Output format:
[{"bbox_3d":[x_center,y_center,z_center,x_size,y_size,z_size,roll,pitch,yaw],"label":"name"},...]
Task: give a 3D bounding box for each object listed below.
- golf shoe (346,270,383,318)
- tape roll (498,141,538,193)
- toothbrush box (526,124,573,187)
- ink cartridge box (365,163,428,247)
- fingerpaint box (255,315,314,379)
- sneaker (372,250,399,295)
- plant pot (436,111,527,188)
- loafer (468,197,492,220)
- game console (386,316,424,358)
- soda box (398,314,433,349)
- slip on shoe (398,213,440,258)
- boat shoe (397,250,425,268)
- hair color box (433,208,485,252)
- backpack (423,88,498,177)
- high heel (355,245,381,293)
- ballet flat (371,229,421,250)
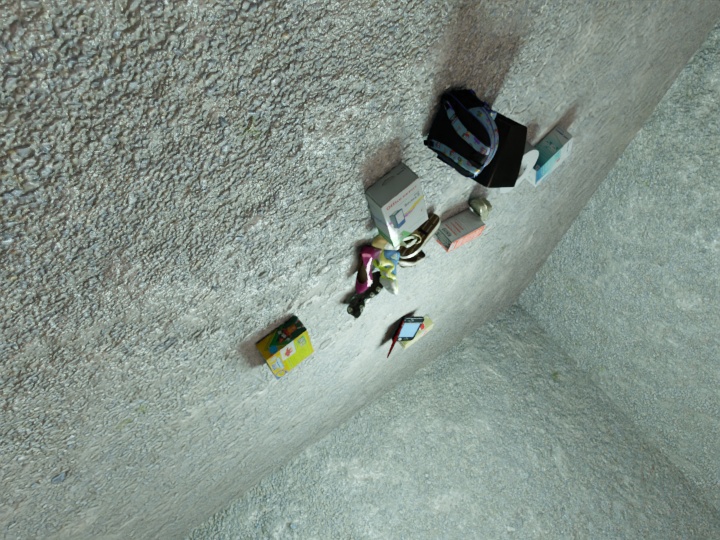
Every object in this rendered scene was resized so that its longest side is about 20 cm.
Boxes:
[{"bbox_3d":[0.020,0.078,1.930,0.201,0.077,0.088,-51,-178,11],"label":"golf shoe"},{"bbox_3d":[0.576,-0.391,1.991,0.198,0.066,0.202,-35,156,-18],"label":"tape roll"},{"bbox_3d":[0.748,-0.458,2.125,0.200,0.085,0.146,-44,157,0],"label":"toothbrush box"},{"bbox_3d":[0.109,-0.188,1.542,0.144,0.088,0.201,-38,146,-10],"label":"ink cartridge box"},{"bbox_3d":[-0.251,0.263,1.787,0.166,0.074,0.201,-37,156,-15],"label":"fingerpaint box"},{"bbox_3d":[0.111,-0.009,1.836,0.105,0.075,0.202,-44,134,-21],"label":"sneaker"},{"bbox_3d":[0.381,-0.372,1.573,0.197,0.199,0.180,-12,133,-48],"label":"plant pot"},{"bbox_3d":[0.472,-0.251,2.063,0.068,0.076,0.200,-45,166,7],"label":"loafer"},{"bbox_3d":[0.218,0.325,2.559,0.168,0.121,0.202,1,140,-18],"label":"game console"},{"bbox_3d":[0.285,0.320,2.741,0.198,0.064,0.068,-35,156,-19],"label":"soda box"},{"bbox_3d":[0.209,-0.115,1.873,0.201,0.076,0.061,-49,158,-9],"label":"slip on shoe"},{"bbox_3d":[0.170,-0.034,1.951,0.075,0.075,0.200,-47,158,28],"label":"boat shoe"},{"bbox_3d":[0.377,-0.156,2.031,0.197,0.102,0.062,-25,153,-32],"label":"hair color box"},{"bbox_3d":[0.291,-0.362,1.420,0.133,0.201,0.184,-24,150,-34],"label":"backpack"},{"bbox_3d":[0.000,0.000,1.754,0.095,0.067,0.203,-16,135,-44],"label":"high heel"},{"bbox_3d":[0.123,-0.099,1.697,0.197,0.063,0.069,-18,148,-38],"label":"ballet flat"}]
